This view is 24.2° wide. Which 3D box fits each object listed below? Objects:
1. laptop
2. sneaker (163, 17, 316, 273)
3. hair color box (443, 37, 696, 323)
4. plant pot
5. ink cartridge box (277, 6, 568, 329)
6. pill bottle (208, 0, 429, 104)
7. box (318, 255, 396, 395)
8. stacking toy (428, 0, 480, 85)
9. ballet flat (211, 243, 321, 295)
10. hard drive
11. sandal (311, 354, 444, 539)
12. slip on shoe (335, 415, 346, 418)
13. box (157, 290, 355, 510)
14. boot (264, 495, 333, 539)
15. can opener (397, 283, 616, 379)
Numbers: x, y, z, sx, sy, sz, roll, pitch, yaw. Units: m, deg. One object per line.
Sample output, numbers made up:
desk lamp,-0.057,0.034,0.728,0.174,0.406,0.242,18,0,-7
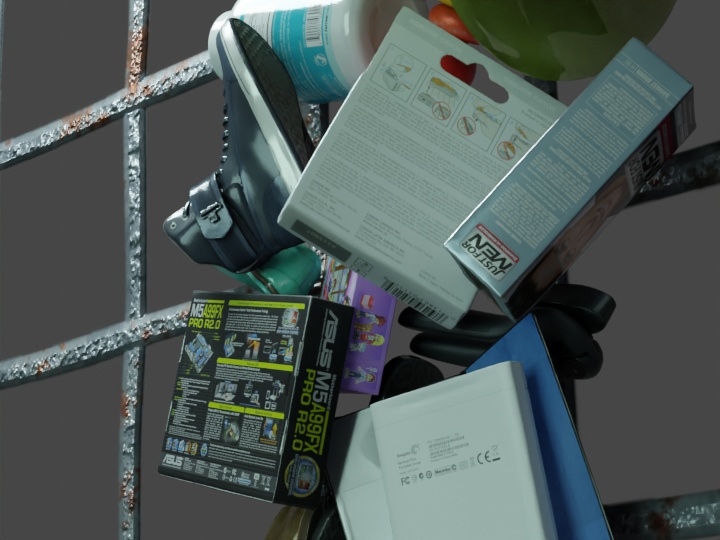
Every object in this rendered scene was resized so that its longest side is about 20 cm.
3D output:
laptop,0.070,0.161,1.233,0.198,0.116,0.189,-20,71,7
sneaker,-0.113,-0.096,1.405,0.146,0.077,0.204,-29,73,23
hair color box,0.153,-0.062,1.209,0.061,0.099,0.200,43,89,18
plant pot,0.129,-0.240,1.216,0.185,0.200,0.189,1,92,19
ink cartridge box,0.051,-0.080,1.306,0.201,0.162,0.057,-61,5,-27
pill bottle,-0.042,-0.201,1.469,0.199,0.110,0.112,2,79,43
box,0.000,0.000,1.376,0.137,0.039,0.202,165,116,-76
stacking toy,0.094,-0.239,1.384,0.085,0.085,0.201,33,106,43
ballet flat,-0.089,-0.019,1.491,0.070,0.068,0.200,-42,31,-11
hard drive,0.079,0.179,1.201,0.131,0.027,0.202,-20,73,37
sandal,0.012,0.165,1.351,0.048,0.075,0.202,14,79,63
slip on shoe,-0.077,0.134,1.433,0.199,0.074,0.062,-9,76,46
box,-0.087,0.100,1.357,0.199,0.044,0.162,0,77,57
boot,-0.061,0.282,1.379,0.075,0.073,0.201,-5,61,54
can opener,0.109,0.054,1.303,0.199,0.078,0.064,-4,114,45
